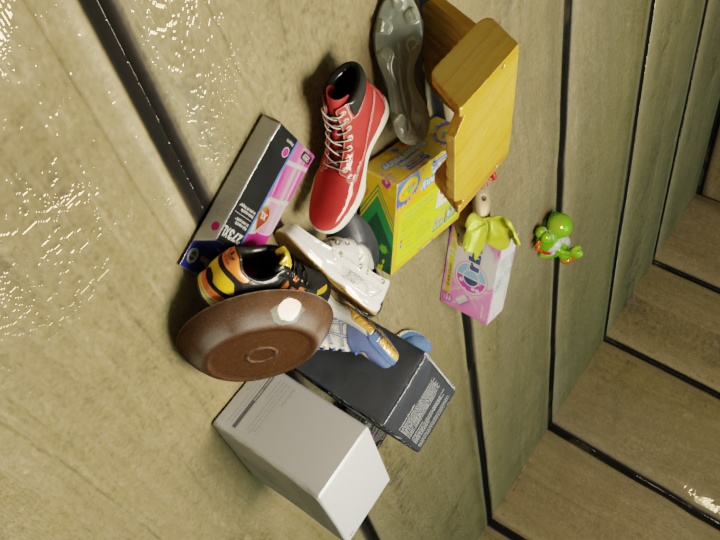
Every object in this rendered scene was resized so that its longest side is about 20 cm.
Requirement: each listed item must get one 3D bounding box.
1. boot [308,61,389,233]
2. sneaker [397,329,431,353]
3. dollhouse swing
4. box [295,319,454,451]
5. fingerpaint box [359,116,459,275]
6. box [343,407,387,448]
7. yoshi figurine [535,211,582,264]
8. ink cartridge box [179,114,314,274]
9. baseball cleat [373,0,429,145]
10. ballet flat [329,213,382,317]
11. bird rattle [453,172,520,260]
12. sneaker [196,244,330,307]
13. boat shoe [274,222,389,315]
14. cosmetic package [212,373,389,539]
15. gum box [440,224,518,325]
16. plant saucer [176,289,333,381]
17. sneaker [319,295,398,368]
[{"bbox_3d":[-0.032,-0.152,0.989,0.144,0.071,0.203,25,85,-73],"label":"boot"},{"bbox_3d":[0.080,0.171,1.458,0.199,0.088,0.080,-16,129,-54],"label":"sneaker"},{"bbox_3d":[0.109,-0.231,1.062,0.182,0.175,0.201,-48,155,-22],"label":"dollhouse swing"},{"bbox_3d":[0.017,0.159,1.208,0.125,0.198,0.197,-56,151,-11],"label":"box"},{"bbox_3d":[0.082,-0.119,1.228,0.200,0.073,0.169,-39,145,-38],"label":"fingerpaint box"},{"bbox_3d":[0.002,0.296,1.441,0.159,0.043,0.202,-10,133,-56],"label":"box"},{"bbox_3d":[0.493,-0.085,1.933,0.199,0.111,0.114,18,83,-59],"label":"yoshi figurine"},{"bbox_3d":[-0.133,-0.076,0.946,0.202,0.037,0.095,-59,153,-2],"label":"ink cartridge box"},{"bbox_3d":[0.055,-0.275,1.072,0.107,0.068,0.203,-88,173,-67],"label":"baseball cleat"},{"bbox_3d":[0.000,0.000,1.176,0.073,0.072,0.202,-47,146,-26],"label":"ballet flat"},{"bbox_3d":[0.190,-0.118,1.365,0.111,0.203,0.163,-12,173,-18],"label":"bird rattle"},{"bbox_3d":[-0.096,0.010,0.957,0.198,0.071,0.090,5,143,-45],"label":"sneaker"},{"bbox_3d":[-0.034,-0.016,1.081,0.200,0.070,0.070,40,77,-37],"label":"boat shoe"},{"bbox_3d":[-0.079,0.267,1.154,0.123,0.198,0.200,-50,150,-21],"label":"cosmetic package"},{"bbox_3d":[0.228,-0.009,1.526,0.066,0.113,0.202,-35,142,-40],"label":"gum box"},{"bbox_3d":[-0.125,0.090,0.972,0.197,0.037,0.201,-13,151,-7],"label":"plant saucer"},{"bbox_3d":[-0.042,0.082,1.082,0.089,0.199,0.075,-54,175,0],"label":"sneaker"}]
